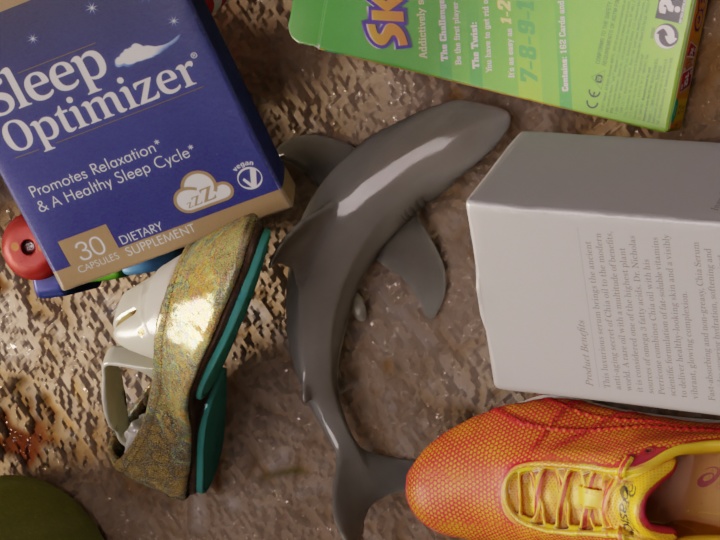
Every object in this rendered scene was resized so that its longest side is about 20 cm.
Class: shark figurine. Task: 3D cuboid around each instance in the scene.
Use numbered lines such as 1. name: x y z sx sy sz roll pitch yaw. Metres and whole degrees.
1. shark figurine: -0.015 0.014 1.044 0.128 0.089 0.215 17 102 26

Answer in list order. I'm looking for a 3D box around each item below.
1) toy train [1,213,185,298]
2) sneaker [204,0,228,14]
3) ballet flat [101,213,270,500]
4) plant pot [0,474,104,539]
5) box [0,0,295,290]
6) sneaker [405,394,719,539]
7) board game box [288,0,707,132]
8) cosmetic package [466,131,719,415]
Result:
1. toy train: -0.122 -0.092 1.091 0.116 0.085 0.200 -7 93 17
2. sneaker: -0.138 -0.175 1.054 0.200 0.116 0.078 21 144 27
3. ballet flat: -0.090 0.041 1.053 0.071 0.071 0.200 38 144 18
4. plant pot: -0.224 0.180 1.113 0.200 0.190 0.200 4 99 26
5. box: -0.125 -0.096 1.001 0.121 0.032 0.200 -20 114 12
6. sneaker: 0.110 0.093 0.987 0.200 0.077 0.073 -5 93 24
7. board game box: 0.063 -0.133 1.017 0.200 0.030 0.096 16 103 22
8. cosmetic package: 0.154 0.004 0.946 0.200 0.071 0.101 6 124 26
